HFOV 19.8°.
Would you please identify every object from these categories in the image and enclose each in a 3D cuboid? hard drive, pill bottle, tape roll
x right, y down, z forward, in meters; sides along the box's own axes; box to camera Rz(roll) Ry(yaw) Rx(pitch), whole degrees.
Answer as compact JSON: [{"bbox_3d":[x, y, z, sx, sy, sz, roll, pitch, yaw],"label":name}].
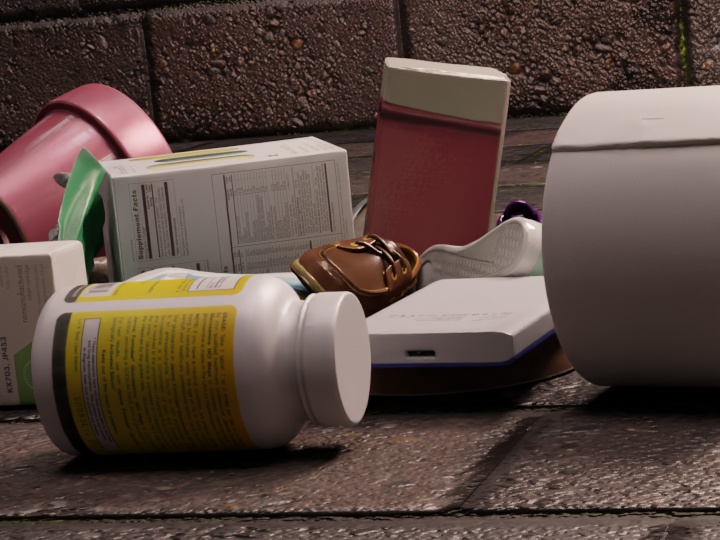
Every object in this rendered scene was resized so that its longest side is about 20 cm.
[{"bbox_3d":[0.078,0.035,1.461,0.132,0.025,0.200,-2,10,23],"label":"hard drive"},{"bbox_3d":[-0.100,0.061,1.323,0.200,0.113,0.112,-3,9,16],"label":"pill bottle"},{"bbox_3d":[0.222,-0.022,1.364,0.139,0.203,0.203,-1,10,31],"label":"tape roll"}]

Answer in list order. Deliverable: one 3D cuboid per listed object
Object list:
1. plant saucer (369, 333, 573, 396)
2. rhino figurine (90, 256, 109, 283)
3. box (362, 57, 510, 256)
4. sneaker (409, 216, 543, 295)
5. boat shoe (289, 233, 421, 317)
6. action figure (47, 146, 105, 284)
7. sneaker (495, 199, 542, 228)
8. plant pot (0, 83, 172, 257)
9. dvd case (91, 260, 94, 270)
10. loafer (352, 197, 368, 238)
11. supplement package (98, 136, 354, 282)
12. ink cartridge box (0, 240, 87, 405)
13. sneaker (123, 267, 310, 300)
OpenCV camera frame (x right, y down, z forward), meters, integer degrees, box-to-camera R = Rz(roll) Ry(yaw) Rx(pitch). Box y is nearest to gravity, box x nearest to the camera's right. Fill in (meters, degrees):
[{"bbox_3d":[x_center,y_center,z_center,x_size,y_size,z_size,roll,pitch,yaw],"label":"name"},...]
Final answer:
[{"bbox_3d":[0.068,0.056,1.522,0.200,0.032,0.200,-7,8,1],"label":"plant saucer"},{"bbox_3d":[-0.188,0.001,1.947,0.200,0.060,0.087,-4,-11,14],"label":"rhino figurine"},{"bbox_3d":[0.063,-0.080,1.807,0.109,0.200,0.128,6,9,-1],"label":"box"},{"bbox_3d":[0.119,0.022,1.649,0.118,0.074,0.200,22,-23,-26],"label":"sneaker"},{"bbox_3d":[0.000,0.000,1.599,0.068,0.072,0.200,-45,-11,9],"label":"boat shoe"},{"bbox_3d":[-0.245,0.012,1.662,0.055,0.118,0.200,0,48,9],"label":"action figure"},{"bbox_3d":[0.150,-0.023,1.793,0.074,0.088,0.200,-5,9,3],"label":"sneaker"},{"bbox_3d":[-0.308,-0.070,2.130,0.179,0.200,0.200,-31,22,-34],"label":"plant pot"},{"bbox_3d":[-0.339,0.031,1.741,0.200,0.022,0.146,0,38,13],"label":"dvd case"},{"bbox_3d":[0.007,-0.016,1.971,0.063,0.072,0.200,18,22,15],"label":"loafer"},{"bbox_3d":[-0.116,-0.027,1.780,0.200,0.151,0.152,-8,9,-11],"label":"supplement package"},{"bbox_3d":[-0.308,0.043,1.562,0.200,0.117,0.067,-3,9,15],"label":"ink cartridge box"},{"bbox_3d":[-0.116,0.040,1.587,0.200,0.080,0.131,-7,7,-4],"label":"sneaker"}]
